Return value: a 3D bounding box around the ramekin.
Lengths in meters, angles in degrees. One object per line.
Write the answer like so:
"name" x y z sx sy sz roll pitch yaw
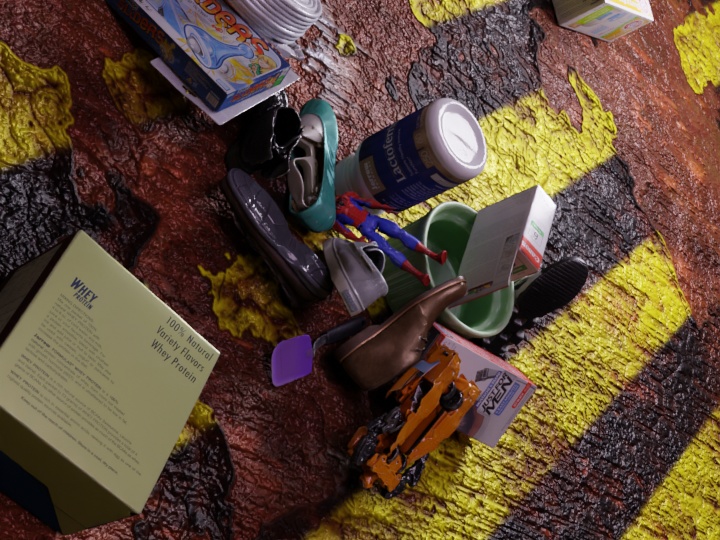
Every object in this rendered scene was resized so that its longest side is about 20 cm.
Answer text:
"ramekin" 0.121 0.011 1.644 0.200 0.098 0.200 24 56 -40

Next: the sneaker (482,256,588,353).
"sneaker" 0.249 0.030 1.709 0.074 0.200 0.089 33 30 -27

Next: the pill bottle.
"pill bottle" 0.064 -0.146 1.573 0.116 0.200 0.116 24 55 -39

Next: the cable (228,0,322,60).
"cable" -0.136 -0.392 1.519 0.200 0.069 0.200 30 32 -50

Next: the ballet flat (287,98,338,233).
"ballet flat" -0.067 -0.150 1.527 0.070 0.067 0.200 28 54 -55

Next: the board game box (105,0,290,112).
"board game box" -0.198 -0.292 1.424 0.200 0.034 0.135 45 39 7

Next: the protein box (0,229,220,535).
"protein box" -0.280 0.111 1.119 0.199 0.135 0.200 45 45 -24

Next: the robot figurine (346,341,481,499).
"robot figurine" 0.063 0.194 1.460 0.200 0.058 0.145 -46 135 -13

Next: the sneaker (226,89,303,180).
"sneaker" -0.108 -0.183 1.472 0.060 0.104 0.200 44 45 -25

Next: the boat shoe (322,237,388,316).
"boat shoe" 0.000 -0.001 1.466 0.201 0.071 0.070 -111 176 -70

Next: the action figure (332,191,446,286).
"action figure" 0.019 -0.057 1.539 0.065 0.200 0.052 -54 163 -10

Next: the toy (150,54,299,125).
"toy" -0.174 -0.241 1.460 0.115 0.047 0.200 41 40 4

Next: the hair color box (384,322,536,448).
"hair color box" 0.137 0.156 1.579 0.200 0.111 0.064 29 8 -36

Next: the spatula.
"spatula" -0.048 0.092 1.472 0.200 0.021 0.057 -27 120 -55

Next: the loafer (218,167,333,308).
"loafer" -0.116 -0.034 1.431 0.200 0.063 0.072 51 26 -14

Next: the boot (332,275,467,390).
"boot" 0.067 0.082 1.493 0.200 0.074 0.075 -35 77 -9

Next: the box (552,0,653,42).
"box" 0.479 -0.536 2.289 0.200 0.112 0.101 2 72 -49

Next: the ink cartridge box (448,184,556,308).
"ink cartridge box" 0.195 -0.021 1.578 0.050 0.109 0.200 45 44 -24
